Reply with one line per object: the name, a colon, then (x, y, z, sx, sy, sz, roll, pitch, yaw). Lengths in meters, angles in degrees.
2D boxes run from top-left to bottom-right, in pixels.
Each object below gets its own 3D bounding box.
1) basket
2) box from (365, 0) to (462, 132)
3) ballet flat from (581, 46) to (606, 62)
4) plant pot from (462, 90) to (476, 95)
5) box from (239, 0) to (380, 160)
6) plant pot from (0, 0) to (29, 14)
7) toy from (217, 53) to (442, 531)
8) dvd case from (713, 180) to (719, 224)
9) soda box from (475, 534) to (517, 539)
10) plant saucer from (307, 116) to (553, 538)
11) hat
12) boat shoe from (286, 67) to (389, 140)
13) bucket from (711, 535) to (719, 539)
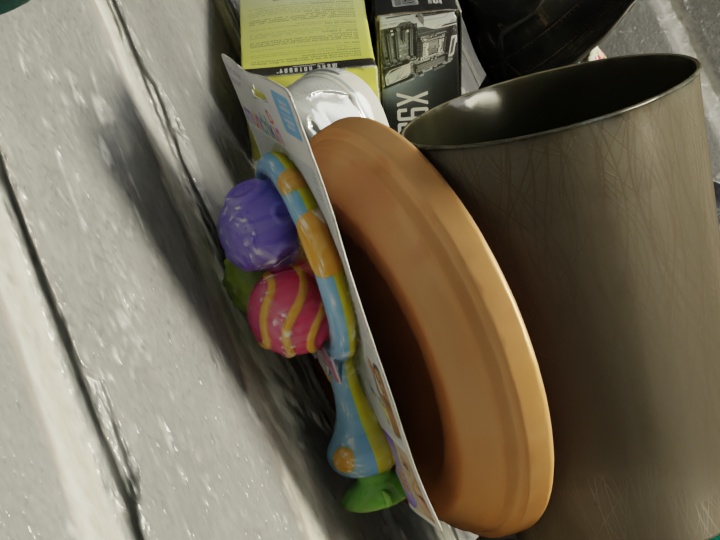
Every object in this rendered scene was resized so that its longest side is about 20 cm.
basket: (0.105, 0.018, 1.015, 0.180, 0.135, 0.202, -49, 127, -69)
box: (0.030, -0.087, 1.321, 0.158, 0.049, 0.202, -98, -176, -63)
ballet flat: (0.112, -0.051, 1.365, 0.063, 0.201, 0.076, 22, 33, -12)
plant pot: (0.135, -0.026, 1.620, 0.200, 0.198, 0.136, 47, 53, -57)
box: (-0.031, -0.127, 1.246, 0.200, 0.074, 0.051, -100, -176, -61)
plant pot: (-0.124, -0.150, 0.586, 0.200, 0.199, 0.135, 48, 44, -55)
toy: (-0.028, 0.015, 0.961, 0.201, 0.047, 0.115, 68, -12, -18)
dvd case: (0.129, 0.032, 1.132, 0.145, 0.201, 0.022, 24, -23, 4)
soda box: (0.120, 0.184, 1.027, 0.200, 0.068, 0.064, 34, -17, 50)
plant saucer: (0.017, 0.031, 1.002, 0.201, 0.037, 0.201, 53, -23, 34)
hat: (0.096, -0.160, 1.292, 0.081, 0.201, 0.201, 41, 14, -9)
boat shoe: (0.000, 0.000, 1.129, 0.068, 0.072, 0.202, -30, 111, -50)
bucket: (0.211, 0.193, 1.340, 0.208, 0.206, 0.135, 60, 5, -15)
